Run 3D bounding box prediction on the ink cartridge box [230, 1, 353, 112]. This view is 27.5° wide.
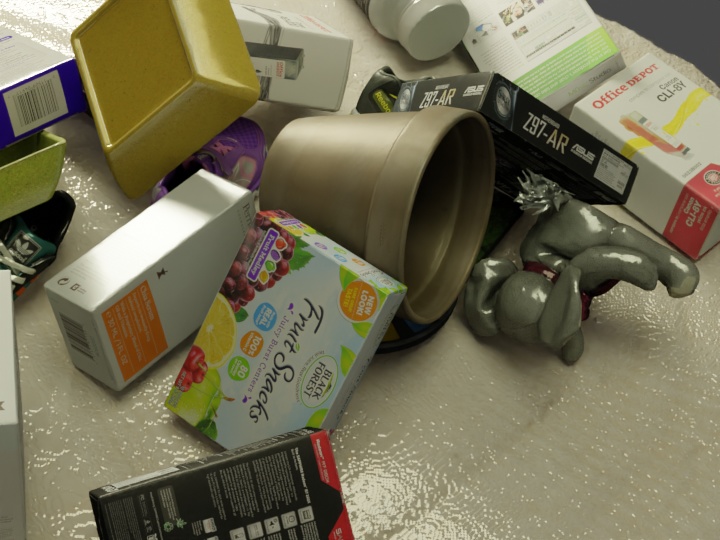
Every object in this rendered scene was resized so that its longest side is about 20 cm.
[{"bbox_3d":[-0.124,-0.231,1.537,0.200,0.085,0.146,8,16,-21],"label":"ink cartridge box"}]

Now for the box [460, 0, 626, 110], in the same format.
[{"bbox_3d":[0.193,-0.265,1.667,0.144,0.036,0.200,-31,53,10],"label":"box"}]

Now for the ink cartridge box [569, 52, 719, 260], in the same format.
[{"bbox_3d":[0.336,-0.127,1.588,0.200,0.084,0.145,40,54,23],"label":"ink cartridge box"}]

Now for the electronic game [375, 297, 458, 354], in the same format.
[{"bbox_3d":[0.000,0.000,1.450,0.199,0.042,0.200,5,49,-5],"label":"electronic game"}]

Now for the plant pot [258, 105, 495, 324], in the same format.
[{"bbox_3d":[0.007,-0.066,1.365,0.173,0.200,0.200,15,47,23],"label":"plant pot"}]

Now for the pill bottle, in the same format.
[{"bbox_3d":[0.042,-0.336,1.698,0.111,0.111,0.200,-18,55,-23],"label":"pill bottle"}]

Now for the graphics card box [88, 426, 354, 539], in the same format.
[{"bbox_3d":[-0.110,0.213,1.204,0.200,0.051,0.126,-15,94,-22],"label":"graphics card box"}]

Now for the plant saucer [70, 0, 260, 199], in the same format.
[{"bbox_3d":[-0.203,-0.201,1.410,0.048,0.200,0.200,5,58,-50],"label":"plant saucer"}]

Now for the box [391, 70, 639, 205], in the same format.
[{"bbox_3d":[0.150,-0.125,1.456,0.200,0.160,0.044,28,78,-28],"label":"box"}]

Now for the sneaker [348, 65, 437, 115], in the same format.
[{"bbox_3d":[0.087,-0.155,1.540,0.200,0.085,0.075,10,28,-25],"label":"sneaker"}]

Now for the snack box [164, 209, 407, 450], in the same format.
[{"bbox_3d":[-0.067,0.068,1.285,0.142,0.200,0.053,31,16,16],"label":"snack box"}]

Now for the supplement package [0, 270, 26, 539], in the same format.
[{"bbox_3d":[-0.348,0.122,1.181,0.151,0.200,0.151,-3,51,-13],"label":"supplement package"}]

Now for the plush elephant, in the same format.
[{"bbox_3d":[0.194,0.016,1.408,0.200,0.155,0.165,30,-3,-33],"label":"plush elephant"}]

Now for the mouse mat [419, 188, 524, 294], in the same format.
[{"bbox_3d":[0.061,-0.053,1.490,0.161,0.008,0.200,29,42,14],"label":"mouse mat"}]

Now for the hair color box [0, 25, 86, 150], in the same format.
[{"bbox_3d":[-0.378,-0.192,1.490,0.109,0.065,0.200,-30,40,-30],"label":"hair color box"}]

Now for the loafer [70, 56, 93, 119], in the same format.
[{"bbox_3d":[-0.252,-0.170,1.528,0.200,0.073,0.071,16,86,20],"label":"loafer"}]

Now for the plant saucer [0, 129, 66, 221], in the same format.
[{"bbox_3d":[-0.367,-0.066,1.369,0.200,0.048,0.200,-26,15,-13],"label":"plant saucer"}]

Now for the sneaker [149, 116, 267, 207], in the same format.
[{"bbox_3d":[-0.151,-0.096,1.476,0.080,0.089,0.200,23,49,12],"label":"sneaker"}]

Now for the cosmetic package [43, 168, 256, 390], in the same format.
[{"bbox_3d":[-0.183,0.006,1.358,0.071,0.102,0.200,24,52,36],"label":"cosmetic package"}]

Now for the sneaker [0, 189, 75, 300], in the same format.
[{"bbox_3d":[-0.333,-0.007,1.359,0.071,0.080,0.200,44,48,-17],"label":"sneaker"}]
